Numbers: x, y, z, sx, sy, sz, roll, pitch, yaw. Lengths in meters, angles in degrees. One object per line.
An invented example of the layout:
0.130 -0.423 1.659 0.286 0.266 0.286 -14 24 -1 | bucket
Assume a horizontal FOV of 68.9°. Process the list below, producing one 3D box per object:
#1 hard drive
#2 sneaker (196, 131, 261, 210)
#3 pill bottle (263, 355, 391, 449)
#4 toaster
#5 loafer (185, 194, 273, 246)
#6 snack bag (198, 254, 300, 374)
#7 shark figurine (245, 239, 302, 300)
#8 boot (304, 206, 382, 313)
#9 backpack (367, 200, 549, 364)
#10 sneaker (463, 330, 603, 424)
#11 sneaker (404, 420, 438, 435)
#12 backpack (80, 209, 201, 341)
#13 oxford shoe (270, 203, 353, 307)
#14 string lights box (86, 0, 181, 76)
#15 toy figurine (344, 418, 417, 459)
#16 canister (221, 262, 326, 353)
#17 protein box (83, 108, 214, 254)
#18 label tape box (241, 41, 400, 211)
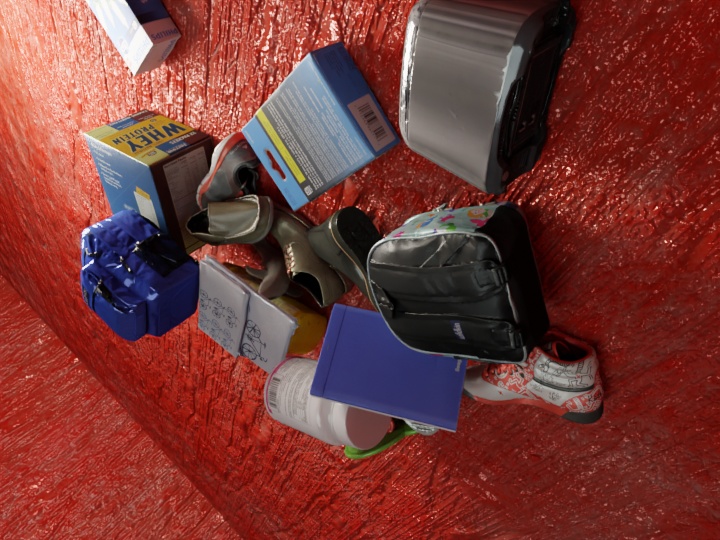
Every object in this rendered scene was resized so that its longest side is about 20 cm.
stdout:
0.043 0.128 0.715 0.197 0.133 0.025 11 157 11 | hard drive
-0.222 -0.143 0.903 0.082 0.077 0.200 41 142 1 | sneaker
-0.052 0.202 0.812 0.199 0.113 0.114 3 123 48 | pill bottle
0.114 -0.182 0.501 0.128 0.113 0.202 29 139 28 | toaster
-0.225 -0.081 0.888 0.198 0.069 0.076 -14 75 38 | loafer
-0.200 0.092 0.896 0.199 0.021 0.190 34 135 13 | snack bag
-0.158 -0.032 0.946 0.090 0.127 0.215 -54 50 21 | shark figurine
0.000 0.000 0.812 0.138 0.077 0.202 -9 112 61 | boot
0.112 0.012 0.628 0.198 0.150 0.179 -6 114 39 | backpack
0.213 0.125 0.691 0.200 0.067 0.109 6 123 38 | sneaker
0.074 0.157 0.834 0.078 0.079 0.201 -38 81 31 | sneaker
-0.393 0.001 0.901 0.200 0.167 0.163 42 134 12 | backpack
-0.101 -0.027 0.871 0.200 0.075 0.071 45 144 8 | oxford shoe
-0.379 -0.432 0.833 0.102 0.059 0.201 -19 106 49 | string lights box
0.019 0.198 0.913 0.199 0.150 0.186 -26 92 29 | toy figurine
-0.174 0.072 0.977 0.199 0.087 0.148 28 180 22 | canister
-0.376 -0.162 0.987 0.197 0.135 0.202 26 136 28 | protein box
-0.060 -0.185 0.711 0.199 0.063 0.145 -21 105 51 | label tape box
